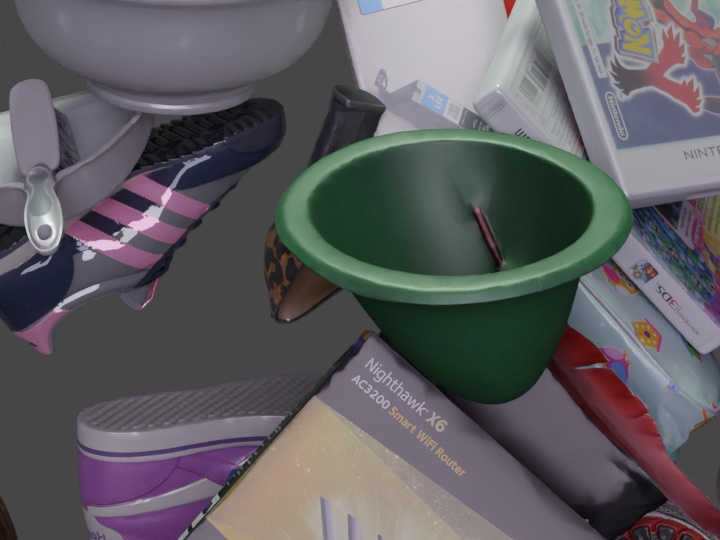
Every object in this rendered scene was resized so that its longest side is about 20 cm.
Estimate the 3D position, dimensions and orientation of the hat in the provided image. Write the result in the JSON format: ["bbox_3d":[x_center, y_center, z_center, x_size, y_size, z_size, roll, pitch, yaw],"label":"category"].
[{"bbox_3d":[0.057,0.048,1.286,0.166,0.200,0.176,-24,126,-31],"label":"hat"}]

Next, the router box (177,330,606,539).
[{"bbox_3d":[0.025,0.152,1.287,0.200,0.052,0.157,41,86,-2],"label":"router box"}]

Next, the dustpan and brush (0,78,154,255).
[{"bbox_3d":[-0.172,-0.055,1.421,0.140,0.200,0.057,-15,131,-1],"label":"dustpan and brush"}]

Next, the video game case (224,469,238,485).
[{"bbox_3d":[0.038,0.155,1.413,0.200,0.143,0.018,27,77,-22],"label":"video game case"}]

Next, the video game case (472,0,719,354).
[{"bbox_3d":[0.142,-0.066,1.420,0.024,0.200,0.182,-38,103,25],"label":"video game case"}]

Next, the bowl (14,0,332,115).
[{"bbox_3d":[-0.104,-0.144,1.443,0.201,0.201,0.090,3,114,-2],"label":"bowl"}]

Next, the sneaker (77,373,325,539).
[{"bbox_3d":[-0.059,0.123,1.488,0.200,0.073,0.114,-5,108,-7],"label":"sneaker"}]

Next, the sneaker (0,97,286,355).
[{"bbox_3d":[-0.122,-0.026,1.493,0.200,0.070,0.082,-28,113,-5],"label":"sneaker"}]

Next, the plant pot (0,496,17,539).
[{"bbox_3d":[-0.288,0.176,1.404,0.200,0.198,0.200,0,88,-3],"label":"plant pot"}]

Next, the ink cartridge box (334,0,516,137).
[{"bbox_3d":[0.083,-0.125,1.505,0.176,0.045,0.200,-14,89,-1],"label":"ink cartridge box"}]

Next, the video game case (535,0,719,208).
[{"bbox_3d":[0.176,-0.136,1.386,0.182,0.023,0.200,-9,74,-32],"label":"video game case"}]

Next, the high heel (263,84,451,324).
[{"bbox_3d":[0.000,0.000,1.420,0.071,0.200,0.143,12,112,-21],"label":"high heel"}]

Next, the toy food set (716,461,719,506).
[{"bbox_3d":[0.252,0.056,1.454,0.060,0.144,0.200,12,87,-1],"label":"toy food set"}]

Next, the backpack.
[{"bbox_3d":[0.103,0.057,1.415,0.153,0.200,0.176,-45,89,6],"label":"backpack"}]

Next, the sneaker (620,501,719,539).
[{"bbox_3d":[0.214,0.200,1.482,0.078,0.082,0.200,-33,107,15],"label":"sneaker"}]
